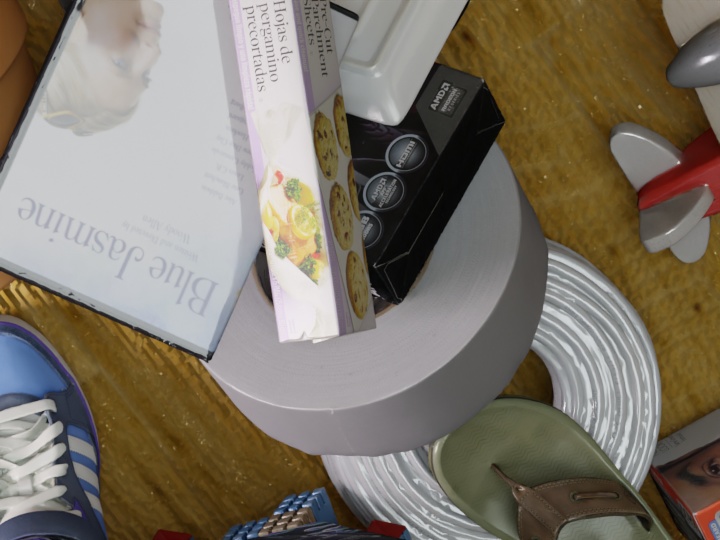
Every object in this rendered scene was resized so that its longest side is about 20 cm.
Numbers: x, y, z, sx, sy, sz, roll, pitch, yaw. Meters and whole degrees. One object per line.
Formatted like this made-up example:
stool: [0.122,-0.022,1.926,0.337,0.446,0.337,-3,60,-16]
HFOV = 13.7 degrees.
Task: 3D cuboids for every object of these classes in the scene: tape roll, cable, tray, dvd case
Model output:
tape roll: [0.000,0.000,1.642,0.200,0.066,0.201,-9,60,15]
cable: [0.072,0.076,1.712,0.200,0.069,0.200,17,94,-7]
tray: [-0.043,-0.150,1.631,0.200,0.022,0.107,18,69,27]
dvd case: [-0.103,-0.071,1.559,0.143,0.018,0.200,24,86,-10]

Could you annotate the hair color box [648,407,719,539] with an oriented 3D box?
hair color box: [0.272,0.096,1.710,0.200,0.111,0.064,-30,109,-2]

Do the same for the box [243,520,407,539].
box: [-0.050,0.200,1.527,0.148,0.200,0.107,-13,92,-16]

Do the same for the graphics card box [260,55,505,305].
graphics card box: [-0.037,-0.072,1.627,0.200,0.051,0.126,22,71,28]

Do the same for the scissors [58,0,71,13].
scissors: [-0.138,-0.123,1.643,0.073,0.014,0.200,-9,55,-10]

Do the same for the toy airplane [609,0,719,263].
toy airplane: [0.241,-0.066,1.678,0.200,0.141,0.199,8,113,-19]

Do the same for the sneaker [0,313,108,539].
sneaker: [-0.179,0.128,1.652,0.080,0.146,0.200,-14,97,-4]

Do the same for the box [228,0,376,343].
box: [-0.031,-0.063,1.537,0.039,0.041,0.200,-8,90,30]

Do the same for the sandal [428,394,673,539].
sandal: [0.126,0.143,1.660,0.201,0.057,0.080,41,91,-7]

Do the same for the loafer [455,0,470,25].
loafer: [0.031,-0.182,1.691,0.072,0.073,0.200,38,96,20]

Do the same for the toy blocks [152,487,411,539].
toy blocks: [-0.030,0.189,1.687,0.200,0.100,0.137,-15,103,22]

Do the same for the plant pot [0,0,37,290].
plant pot: [-0.246,-0.060,1.616,0.200,0.200,0.140,-33,115,-2]
